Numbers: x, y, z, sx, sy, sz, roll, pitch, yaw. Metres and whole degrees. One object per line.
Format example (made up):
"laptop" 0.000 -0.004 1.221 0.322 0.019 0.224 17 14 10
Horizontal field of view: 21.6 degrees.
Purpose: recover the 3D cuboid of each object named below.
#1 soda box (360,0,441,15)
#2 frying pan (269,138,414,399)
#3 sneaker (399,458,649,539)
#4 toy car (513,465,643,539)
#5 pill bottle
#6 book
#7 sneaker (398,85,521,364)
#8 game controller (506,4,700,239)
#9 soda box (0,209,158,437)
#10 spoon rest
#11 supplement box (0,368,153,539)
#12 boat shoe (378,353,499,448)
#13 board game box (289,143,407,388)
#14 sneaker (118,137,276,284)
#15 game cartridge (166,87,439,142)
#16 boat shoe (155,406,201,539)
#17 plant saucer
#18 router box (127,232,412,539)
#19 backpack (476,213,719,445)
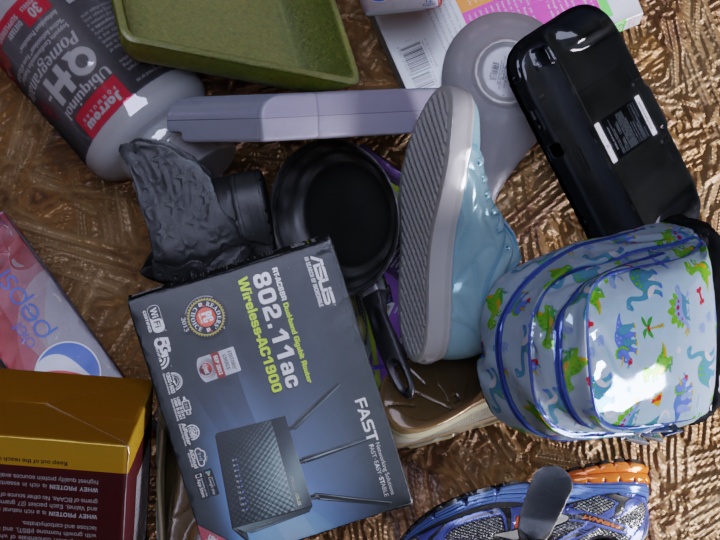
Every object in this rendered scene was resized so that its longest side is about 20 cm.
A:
"soda box" 0.038 -0.294 1.468 0.063 0.070 0.201 -2 52 14
"frying pan" 0.008 -0.014 1.366 0.190 0.031 0.115 46 118 19
"sneaker" 0.122 0.193 1.384 0.199 0.075 0.079 -12 79 -3
"toy car" 0.109 0.241 1.319 0.164 0.158 0.200 39 82 0
"pill bottle" -0.189 -0.140 1.446 0.111 0.111 0.200 -40 79 -11
"book" 0.108 -0.222 1.508 0.199 0.048 0.134 -22 77 -5
"sneaker" 0.076 -0.034 1.358 0.082 0.074 0.201 -2 107 -25
"game controller" 0.189 -0.101 1.444 0.104 0.042 0.201 -36 104 -31
"soda box" -0.235 0.058 1.417 0.070 0.063 0.200 -36 78 -8
"spoon rest" 0.100 -0.103 1.462 0.099 0.061 0.201 15 82 2
"supplement box" -0.252 0.184 1.306 0.196 0.133 0.201 4 105 0
"boat shoe" 0.094 0.082 1.418 0.199 0.065 0.072 -21 70 -25
"board game box" -0.007 0.020 1.419 0.120 0.032 0.200 37 96 13
"sneaker" -0.112 -0.002 1.378 0.104 0.060 0.201 -8 99 0
"game cartridge" -0.025 -0.115 1.388 0.199 0.133 0.041 -7 101 -42
"boat shoe" -0.114 0.140 1.386 0.073 0.063 0.201 -1 80 10
"plant saucer" -0.116 -0.215 1.446 0.199 0.048 0.201 8 48 -30
"router box" -0.063 0.091 1.321 0.149 0.062 0.201 -18 92 -4
"backpack" 0.176 0.049 1.345 0.199 0.154 0.164 -3 99 -24
